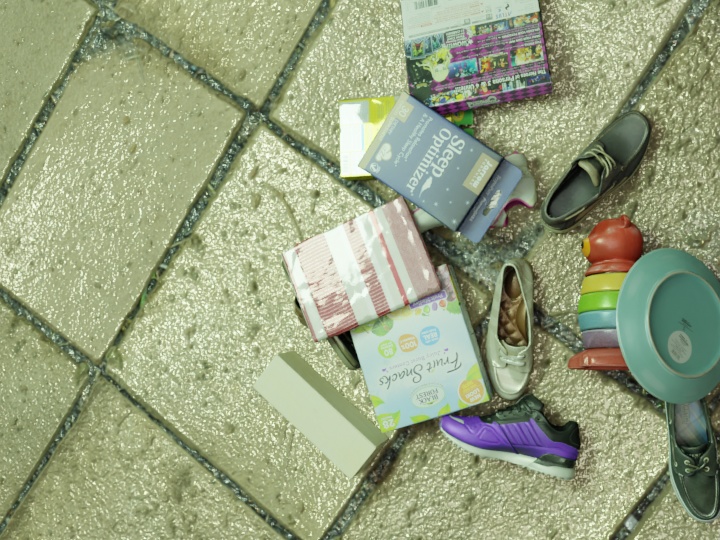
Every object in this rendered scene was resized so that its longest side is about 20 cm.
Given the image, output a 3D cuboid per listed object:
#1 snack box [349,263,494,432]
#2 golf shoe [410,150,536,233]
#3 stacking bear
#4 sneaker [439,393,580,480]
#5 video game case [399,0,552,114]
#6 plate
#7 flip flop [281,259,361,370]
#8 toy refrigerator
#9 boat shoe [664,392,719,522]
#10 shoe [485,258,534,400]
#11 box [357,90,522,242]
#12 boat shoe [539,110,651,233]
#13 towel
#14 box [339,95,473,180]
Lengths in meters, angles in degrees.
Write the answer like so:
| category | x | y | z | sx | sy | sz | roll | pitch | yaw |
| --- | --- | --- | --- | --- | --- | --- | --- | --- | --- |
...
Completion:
| category | x | y | z | sx | sy | sz | roll | pitch | yaw |
| --- | --- | --- | --- | --- | --- | --- | --- | --- | --- |
| snack box | 0.083 | 0.111 | 1.297 | 0.167 | 0.068 | 0.202 | -20 | 86 | 14 |
| golf shoe | 0.157 | -0.089 | 1.275 | 0.199 | 0.075 | 0.092 | -28 | 86 | 15 |
| stacking bear | 0.340 | 0.030 | 1.206 | 0.112 | 0.121 | 0.203 | 1 | 81 | 2 |
| sneaker | 0.212 | 0.216 | 1.259 | 0.198 | 0.070 | 0.101 | 15 | 95 | 7 |
| video game case | 0.160 | -0.317 | 1.267 | 0.197 | 0.036 | 0.184 | -10 | 70 | 14 |
| plate | 0.414 | 0.070 | 1.160 | 0.198 | 0.026 | 0.203 | 4 | 81 | -26 |
| flip flop | -0.063 | 0.065 | 1.342 | 0.057 | 0.081 | 0.201 | -34 | 86 | 28 |
| toy refrigerator | -0.060 | 0.213 | 1.334 | 0.200 | 0.076 | 0.070 | 40 | 100 | 12 |
| boat shoe | 0.441 | 0.238 | 1.198 | 0.068 | 0.057 | 0.203 | -11 | 87 | 15 |
| shoe | 0.210 | 0.083 | 1.267 | 0.069 | 0.053 | 0.203 | 2 | 90 | 16 |
| box | 0.109 | -0.140 | 1.229 | 0.199 | 0.032 | 0.122 | 34 | 101 | 8 |
| boat shoe | 0.323 | -0.132 | 1.225 | 0.074 | 0.073 | 0.201 | 40 | 100 | 12 |
| towel | 0.000 | 0.000 | 1.273 | 0.198 | 0.023 | 0.146 | -23 | 80 | 10 |
| box | 0.069 | -0.196 | 1.314 | 0.197 | 0.048 | 0.119 | -1 | 88 | 18 |
